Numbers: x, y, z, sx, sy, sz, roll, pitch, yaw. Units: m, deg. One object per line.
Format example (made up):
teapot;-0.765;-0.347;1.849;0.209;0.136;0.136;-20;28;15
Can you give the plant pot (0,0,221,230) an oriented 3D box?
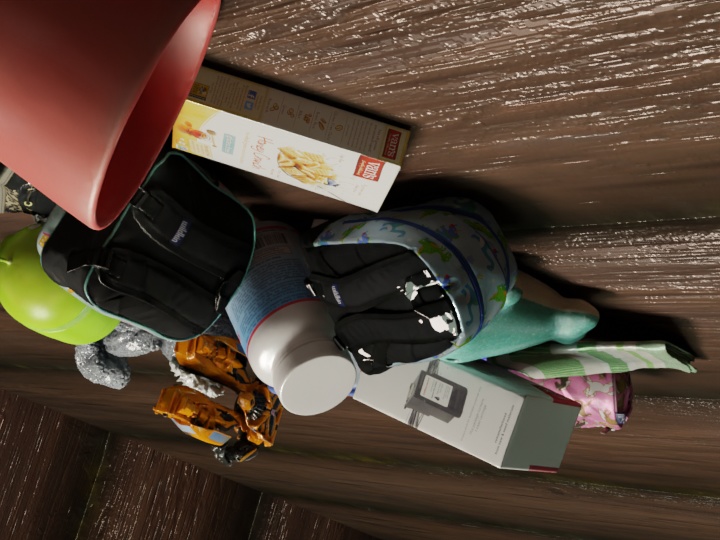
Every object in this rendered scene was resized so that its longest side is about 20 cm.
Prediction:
plant pot;-0.218;-0.156;1.119;0.176;0.202;0.201;28;165;0

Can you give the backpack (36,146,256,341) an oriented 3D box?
backpack;-0.206;-0.031;1.557;0.153;0.177;0.199;25;176;44

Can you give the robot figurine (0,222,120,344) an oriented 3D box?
robot figurine;-0.321;0.015;1.704;0.173;0.117;0.200;11;172;14

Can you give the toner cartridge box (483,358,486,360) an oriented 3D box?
toner cartridge box;0.121;0.071;1.815;0.094;0.044;0.200;20;165;-11

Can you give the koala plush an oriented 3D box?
koala plush;-0.229;0.063;1.906;0.198;0.179;0.184;23;154;10

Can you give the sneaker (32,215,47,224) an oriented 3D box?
sneaker;-0.342;-0.049;1.793;0.066;0.092;0.200;12;164;13

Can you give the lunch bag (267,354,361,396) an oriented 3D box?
lunch bag;-0.035;0.096;1.851;0.158;0.077;0.200;-2;-171;4

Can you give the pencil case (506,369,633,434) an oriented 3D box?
pencil case;0.215;0.149;1.830;0.197;0.088;0.083;-5;160;21

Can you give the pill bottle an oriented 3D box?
pill bottle;-0.076;0.050;1.621;0.108;0.109;0.201;30;-158;-42

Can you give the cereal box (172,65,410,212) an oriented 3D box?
cereal box;-0.064;-0.113;1.362;0.198;0.040;0.144;18;165;-3

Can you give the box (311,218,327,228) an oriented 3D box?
box;0.000;0.000;1.698;0.041;0.039;0.200;10;163;28

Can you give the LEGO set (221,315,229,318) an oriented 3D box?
LEGO set;-0.182;0.012;1.781;0.198;0.117;0.154;17;165;-3

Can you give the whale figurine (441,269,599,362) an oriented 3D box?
whale figurine;0.139;0.051;1.604;0.197;0.105;0.159;14;165;-2

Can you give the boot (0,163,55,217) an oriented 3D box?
boot;-0.300;-0.100;1.624;0.152;0.074;0.203;11;159;-17

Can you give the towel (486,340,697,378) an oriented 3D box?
towel;0.250;0.096;1.695;0.198;0.024;0.152;-3;169;25

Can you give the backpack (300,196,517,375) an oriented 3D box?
backpack;0.051;0.008;1.468;0.165;0.153;0.200;63;163;-6

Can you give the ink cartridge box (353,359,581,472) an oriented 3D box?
ink cartridge box;0.113;0.139;1.685;0.199;0.084;0.145;22;-175;33

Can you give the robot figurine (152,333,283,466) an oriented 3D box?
robot figurine;-0.154;0.147;1.827;0.058;0.147;0.199;6;164;36
